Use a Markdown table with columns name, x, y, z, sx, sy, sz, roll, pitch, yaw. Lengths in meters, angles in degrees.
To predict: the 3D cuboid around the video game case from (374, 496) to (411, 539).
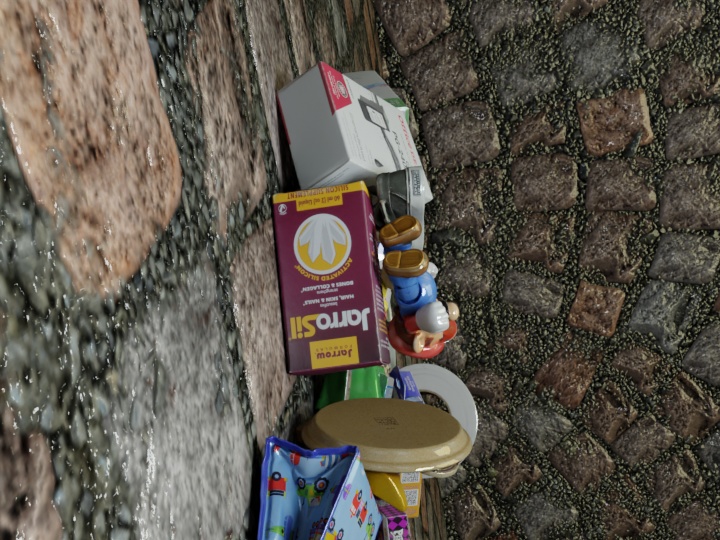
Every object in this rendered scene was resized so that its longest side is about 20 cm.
| name | x | y | z | sx | sy | sz | roll | pitch | yaw |
| --- | --- | --- | --- | --- | --- | --- | --- | --- | --- |
| video game case | 0.043 | 0.430 | 1.199 | 0.200 | 0.035 | 0.186 | 155 | -71 | -79 |

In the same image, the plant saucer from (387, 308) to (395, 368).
| name | x | y | z | sx | sy | sz | roll | pitch | yaw |
| --- | --- | --- | --- | --- | --- | --- | --- | --- | --- |
| plant saucer | 0.031 | 0.101 | 1.589 | 0.200 | 0.049 | 0.205 | -7 | 90 | -83 |

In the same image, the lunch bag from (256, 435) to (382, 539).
| name | x | y | z | sx | sy | sz | roll | pitch | yaw |
| --- | --- | --- | --- | --- | --- | --- | --- | --- | --- |
| lunch bag | -0.050 | 0.276 | 0.724 | 0.152 | 0.092 | 0.203 | 75 | 22 | -51 |

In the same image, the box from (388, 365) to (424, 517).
| name | x | y | z | sx | sy | sz | roll | pitch | yaw |
| --- | --- | --- | --- | --- | --- | --- | --- | --- | --- |
| box | 0.065 | 0.247 | 1.227 | 0.119 | 0.040 | 0.205 | -113 | -154 | -67 |

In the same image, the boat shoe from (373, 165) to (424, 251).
| name | x | y | z | sx | sy | sz | roll | pitch | yaw |
| --- | --- | --- | --- | --- | --- | --- | --- | --- | --- |
| boat shoe | 0.047 | -0.073 | 1.023 | 0.201 | 0.062 | 0.072 | 80 | 7 | -68 |

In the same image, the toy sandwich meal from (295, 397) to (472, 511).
| name | x | y | z | sx | sy | sz | roll | pitch | yaw |
| --- | --- | --- | --- | --- | --- | --- | --- | --- | --- |
| toy sandwich meal | 0.021 | 0.194 | 0.880 | 0.205 | 0.200 | 0.072 | -55 | 149 | -79 |

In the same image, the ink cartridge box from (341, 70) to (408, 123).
| name | x | y | z | sx | sy | sz | roll | pitch | yaw |
| --- | --- | --- | --- | --- | --- | --- | --- | --- | --- |
| ink cartridge box | 0.015 | -0.239 | 1.406 | 0.201 | 0.085 | 0.148 | -121 | -155 | -56 |

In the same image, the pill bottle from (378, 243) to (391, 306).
| name | x | y | z | sx | sy | sz | roll | pitch | yaw |
| --- | --- | --- | --- | --- | --- | --- | --- | --- | --- |
| pill bottle | 0.016 | -0.049 | 1.273 | 0.120 | 0.117 | 0.205 | 39 | 59 | -79 |

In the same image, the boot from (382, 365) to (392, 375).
| name | x | y | z | sx | sy | sz | roll | pitch | yaw |
| --- | --- | --- | --- | --- | --- | --- | --- | --- | --- |
| boot | 0.037 | 0.261 | 1.400 | 0.202 | 0.071 | 0.153 | 66 | 19 | -44 |

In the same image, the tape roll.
| name | x | y | z | sx | sy | sz | roll | pitch | yaw |
| --- | --- | --- | --- | --- | --- | --- | --- | --- | --- |
| tape roll | 0.122 | 0.282 | 1.547 | 0.139 | 0.198 | 0.208 | 53 | 30 | -76 |

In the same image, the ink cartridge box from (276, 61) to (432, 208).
| name | x | y | z | sx | sy | sz | roll | pitch | yaw |
| --- | --- | --- | --- | --- | --- | --- | --- | --- | --- |
| ink cartridge box | -0.004 | -0.157 | 1.064 | 0.198 | 0.082 | 0.148 | 15 | 53 | -54 |

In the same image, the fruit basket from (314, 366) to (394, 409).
| name | x | y | z | sx | sy | sz | roll | pitch | yaw |
| --- | --- | --- | --- | --- | --- | --- | --- | --- | --- |
| fruit basket | -0.001 | 0.220 | 1.063 | 0.185 | 0.091 | 0.205 | 51 | 36 | -77 |

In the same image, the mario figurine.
| name | x | y | z | sx | sy | sz | roll | pitch | yaw |
| --- | --- | --- | --- | --- | --- | --- | --- | --- | --- |
| mario figurine | 0.082 | 0.026 | 0.978 | 0.125 | 0.104 | 0.202 | -57 | 150 | -28 |

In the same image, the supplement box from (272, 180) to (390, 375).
| name | x | y | z | sx | sy | sz | roll | pitch | yaw |
| --- | --- | --- | --- | --- | --- | --- | --- | --- | --- |
| supplement box | -0.032 | 0.012 | 0.943 | 0.086 | 0.108 | 0.205 | 43 | 40 | -79 |

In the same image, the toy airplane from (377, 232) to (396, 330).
| name | x | y | z | sx | sy | sz | roll | pitch | yaw |
| --- | --- | --- | --- | --- | --- | --- | --- | --- | --- |
| toy airplane | 0.000 | 0.000 | 1.091 | 0.199 | 0.138 | 0.205 | -26 | 109 | -82 |
